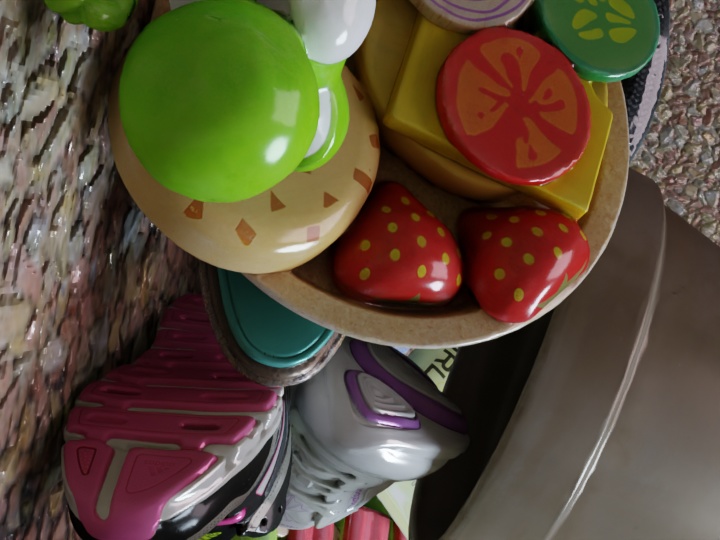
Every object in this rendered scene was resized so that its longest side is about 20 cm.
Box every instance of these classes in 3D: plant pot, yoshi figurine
[{"bbox_3d":[0.137,0.067,0.807,0.200,0.172,0.202,-158,-90,-84],"label":"plant pot"},{"bbox_3d":[-0.036,-0.101,0.506,0.111,0.112,0.202,-24,131,-23],"label":"yoshi figurine"}]

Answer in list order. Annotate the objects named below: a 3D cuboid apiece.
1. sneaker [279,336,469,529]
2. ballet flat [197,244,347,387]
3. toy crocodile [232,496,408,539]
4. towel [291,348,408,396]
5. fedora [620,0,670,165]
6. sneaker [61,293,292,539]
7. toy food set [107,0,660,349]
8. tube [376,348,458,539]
[{"bbox_3d":[-0.005,0.083,0.791,0.100,0.075,0.200,-50,176,-1],"label":"sneaker"},{"bbox_3d":[-0.032,-0.045,0.687,0.067,0.067,0.202,131,-35,-63],"label":"ballet flat"},{"bbox_3d":[-0.006,0.143,0.922,0.199,0.061,0.068,19,69,-41],"label":"toy crocodile"},{"bbox_3d":[0.000,0.000,0.874,0.199,0.024,0.148,-34,139,-38],"label":"towel"},{"bbox_3d":[0.045,-0.104,0.768,0.092,0.198,0.203,16,85,-76],"label":"fedora"},{"bbox_3d":[-0.062,0.075,0.675,0.200,0.073,0.089,-68,160,-73],"label":"sneaker"},{"bbox_3d":[0.014,-0.070,0.649,0.049,0.198,0.200,-45,-156,62],"label":"toy food set"},{"bbox_3d":[0.057,0.058,0.971,0.200,0.058,0.052,-46,156,-42],"label":"tube"}]
